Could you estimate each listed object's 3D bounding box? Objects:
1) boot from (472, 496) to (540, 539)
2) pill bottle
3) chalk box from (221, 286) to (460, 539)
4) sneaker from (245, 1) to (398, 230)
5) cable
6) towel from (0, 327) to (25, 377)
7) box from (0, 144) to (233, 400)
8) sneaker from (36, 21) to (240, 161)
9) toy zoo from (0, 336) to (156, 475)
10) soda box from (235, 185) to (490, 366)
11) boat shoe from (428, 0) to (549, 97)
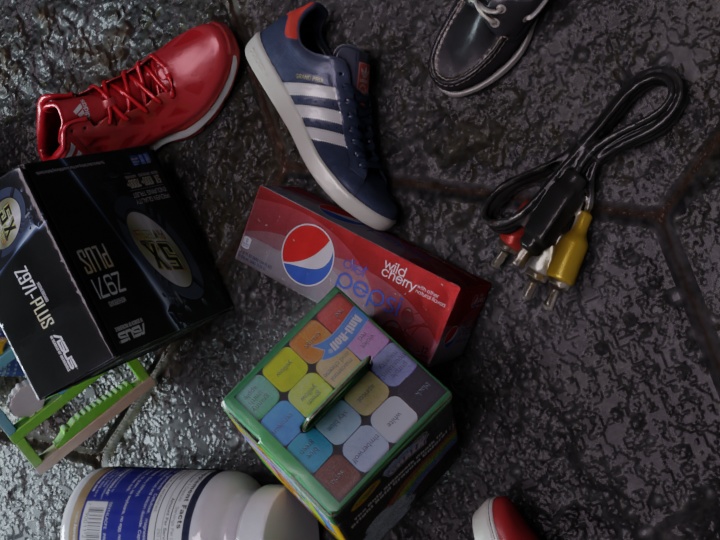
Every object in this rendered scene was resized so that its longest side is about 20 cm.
[{"bbox_3d":[0.181,0.234,0.955,0.144,0.072,0.201,-34,83,23],"label":"boot"},{"bbox_3d":[-0.142,0.225,1.096,0.198,0.115,0.117,-2,89,27],"label":"pill bottle"},{"bbox_3d":[-0.012,0.109,0.964,0.125,0.200,0.124,-43,68,-12],"label":"chalk box"},{"bbox_3d":[-0.013,-0.130,1.055,0.084,0.075,0.201,-36,77,18],"label":"sneaker"},{"bbox_3d":[0.166,-0.072,0.990,0.201,0.050,0.097,-53,51,5],"label":"cable"},{"bbox_3d":[-0.311,0.021,1.147,0.024,0.199,0.146,20,102,50],"label":"towel"},{"bbox_3d":[-0.214,-0.005,1.073,0.086,0.200,0.165,-28,88,23],"label":"box"},{"bbox_3d":[-0.199,-0.143,1.127,0.200,0.115,0.079,-42,73,23],"label":"sneaker"},{"bbox_3d":[-0.284,0.060,1.127,0.131,0.020,0.201,-38,112,-15],"label":"toy zoo"},{"bbox_3d":[0.000,0.000,1.052,0.199,0.063,0.071,28,104,24],"label":"soda box"},{"bbox_3d":[0.116,-0.216,0.992,0.200,0.060,0.074,-44,72,21],"label":"boat shoe"}]
